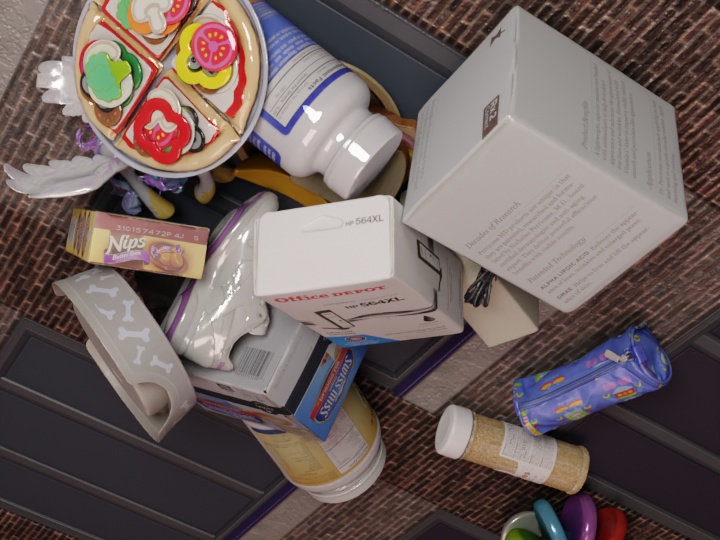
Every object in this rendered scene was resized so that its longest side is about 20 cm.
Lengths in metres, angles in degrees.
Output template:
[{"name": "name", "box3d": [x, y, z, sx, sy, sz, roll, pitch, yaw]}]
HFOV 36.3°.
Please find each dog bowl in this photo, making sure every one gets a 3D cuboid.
[{"name": "dog bowl", "box3d": [-0.243, 0.082, 1.148, 0.059, 0.200, 0.200, -33, 135, -18]}]

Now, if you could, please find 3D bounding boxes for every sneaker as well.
[{"name": "sneaker", "box3d": [-0.129, 0.012, 1.172, 0.100, 0.200, 0.075, 29, 177, -15]}, {"name": "sneaker", "box3d": [-0.219, 0.071, 1.341, 0.076, 0.091, 0.200, -6, 133, 26]}]

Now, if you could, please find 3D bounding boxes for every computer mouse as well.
[{"name": "computer mouse", "box3d": [0.195, -0.008, 1.184, 0.200, 0.044, 0.110, 6, 105, -41]}]

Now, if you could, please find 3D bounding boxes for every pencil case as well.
[{"name": "pencil case", "box3d": [0.276, 0.135, 1.334, 0.200, 0.078, 0.087, -30, 153, 32]}]

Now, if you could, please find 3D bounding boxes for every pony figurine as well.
[{"name": "pony figurine", "box3d": [-0.239, -0.127, 1.122, 0.193, 0.167, 0.200, -2, 156, 12]}]

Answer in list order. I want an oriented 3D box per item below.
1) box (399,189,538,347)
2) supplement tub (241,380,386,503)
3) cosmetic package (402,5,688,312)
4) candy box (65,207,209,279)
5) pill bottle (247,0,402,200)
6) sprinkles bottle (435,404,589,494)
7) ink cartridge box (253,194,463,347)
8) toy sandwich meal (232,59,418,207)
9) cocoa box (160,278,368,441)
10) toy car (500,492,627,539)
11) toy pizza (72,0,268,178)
[{"name": "box", "box3d": [0.122, -0.010, 1.215, 0.068, 0.082, 0.200, -22, 126, 27]}, {"name": "supplement tub", "box3d": [-0.060, 0.190, 1.399, 0.144, 0.145, 0.200, -13, 132, 21]}, {"name": "cosmetic package", "box3d": [0.170, -0.100, 1.025, 0.200, 0.165, 0.165, 28, 134, -18]}, {"name": "candy box", "box3d": [-0.242, -0.031, 1.168, 0.116, 0.057, 0.200, 9, 179, -21]}, {"name": "pill bottle", "box3d": [-0.062, -0.158, 1.021, 0.200, 0.112, 0.112, 40, 133, 7]}, {"name": "sprinkles bottle", "box3d": [0.202, 0.238, 1.458, 0.200, 0.068, 0.068, 18, 135, -10]}, {"name": "ink cartridge box", "box3d": [0.002, 0.007, 1.086, 0.146, 0.084, 0.200, -8, 160, 23]}, {"name": "toy sandwich meal", "box3d": [-0.043, -0.128, 1.128, 0.205, 0.070, 0.205, 5, 135, 5]}, {"name": "cocoa box", "box3d": [-0.119, 0.095, 1.264, 0.200, 0.134, 0.131, 9, 153, 37]}, {"name": "toy car", "box3d": [0.305, 0.390, 1.551, 0.200, 0.175, 0.150, 23, 99, -13]}, {"name": "toy pizza", "box3d": [-0.176, -0.182, 0.979, 0.200, 0.032, 0.201, 4, 102, 20]}]
